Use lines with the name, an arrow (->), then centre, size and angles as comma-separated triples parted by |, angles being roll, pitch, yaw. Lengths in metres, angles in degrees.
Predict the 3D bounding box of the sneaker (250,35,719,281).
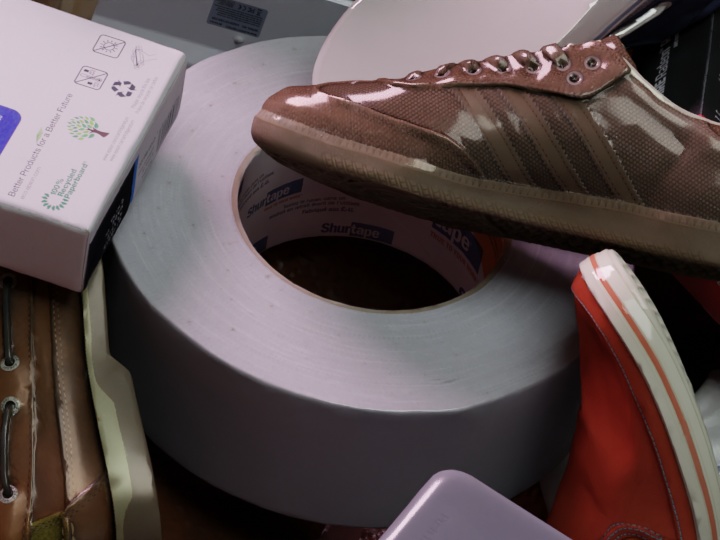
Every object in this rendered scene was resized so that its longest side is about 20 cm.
sneaker -> 0.064, -0.050, 1.002 | 0.200, 0.070, 0.076 | 14, 84, 5

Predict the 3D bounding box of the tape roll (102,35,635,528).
tape roll -> 0.000, 0.000, 1.058 | 0.200, 0.066, 0.201 | 5, 45, -5

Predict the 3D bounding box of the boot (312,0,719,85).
boot -> 0.077, -0.098, 1.083 | 0.200, 0.090, 0.073 | -32, 64, -3

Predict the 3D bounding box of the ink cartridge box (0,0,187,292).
ink cartridge box -> -0.172, -0.067, 1.005 | 0.200, 0.039, 0.100 | 20, 49, 5

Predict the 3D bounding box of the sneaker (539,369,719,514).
sneaker -> 0.160, 0.069, 1.097 | 0.200, 0.073, 0.071 | -7, 62, -26

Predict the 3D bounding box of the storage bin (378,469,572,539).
storage bin -> 0.055, 0.169, 0.916 | 0.200, 0.134, 0.146 | 31, 54, 18

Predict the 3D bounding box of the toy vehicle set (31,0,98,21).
toy vehicle set -> -0.181, -0.161, 1.088 | 0.200, 0.124, 0.027 | 42, 51, 10

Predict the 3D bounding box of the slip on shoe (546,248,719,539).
slip on shoe -> 0.094, 0.088, 0.995 | 0.061, 0.200, 0.074 | -12, 25, -4

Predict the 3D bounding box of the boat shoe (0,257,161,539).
boat shoe -> -0.126, 0.022, 1.013 | 0.068, 0.072, 0.200 | -9, 52, -14

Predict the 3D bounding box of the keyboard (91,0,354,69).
keyboard -> -0.052, -0.097, 1.141 | 0.200, 0.056, 0.011 | 15, 28, -12

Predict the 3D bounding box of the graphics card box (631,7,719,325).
graphics card box -> 0.161, -0.040, 1.125 | 0.125, 0.051, 0.200 | 45, 27, -15
